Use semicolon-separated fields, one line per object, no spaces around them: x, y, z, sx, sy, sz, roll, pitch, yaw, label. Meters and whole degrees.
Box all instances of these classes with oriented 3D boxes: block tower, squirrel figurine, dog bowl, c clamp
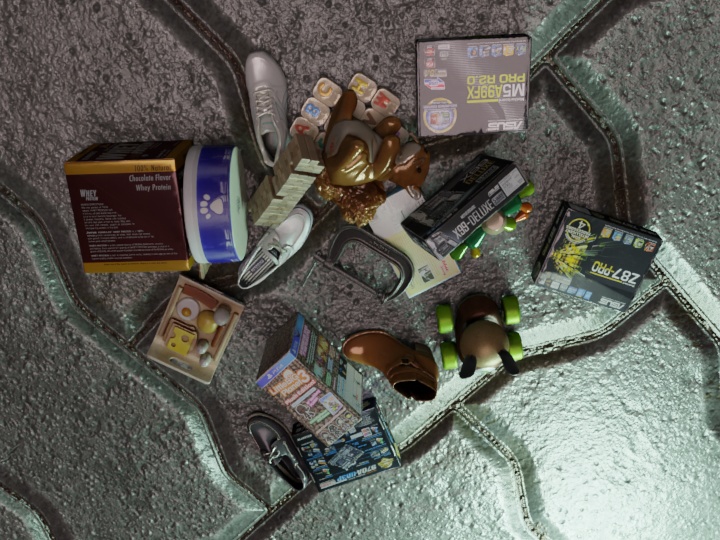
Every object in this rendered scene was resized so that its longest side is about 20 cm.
-0.133;-0.151;1.244;0.053;0.059;0.200;3;148;-35;block tower
0.021;-0.178;1.239;0.184;0.143;0.201;15;130;-29;squirrel figurine
-0.249;-0.115;1.233;0.077;0.201;0.204;-1;113;-1;dog bowl
0.000;0.000;1.356;0.197;0.027;0.173;26;118;4;c clamp

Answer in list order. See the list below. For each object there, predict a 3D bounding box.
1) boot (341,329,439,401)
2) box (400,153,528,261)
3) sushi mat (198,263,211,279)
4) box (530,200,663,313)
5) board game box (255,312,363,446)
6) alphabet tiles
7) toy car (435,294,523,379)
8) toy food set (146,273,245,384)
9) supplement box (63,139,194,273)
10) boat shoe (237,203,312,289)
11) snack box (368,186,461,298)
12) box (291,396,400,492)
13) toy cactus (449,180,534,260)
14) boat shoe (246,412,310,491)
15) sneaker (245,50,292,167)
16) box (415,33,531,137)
0.058;0.193;1.379;0.196;0.156;0.078;15;113;-5;boot
0.175;-0.114;1.224;0.199;0.158;0.050;-41;109;0;box
-0.294;-0.094;1.299;0.012;0.096;0.204;-1;113;1;sushi mat
0.445;-0.024;1.341;0.196;0.049;0.164;18;115;-7;box
-0.094;0.212;1.388;0.097;0.160;0.200;-40;106;16;board game box
-0.019;-0.245;1.263;0.193;0.015;0.201;29;110;-18;alphabet tiles
0.234;0.152;1.335;0.160;0.201;0.161;-8;113;5;toy car
-0.329;0.118;1.407;0.141;0.061;0.202;25;110;-9;toy food set
-0.397;-0.117;1.271;0.192;0.133;0.204;-2;113;2;supplement box
-0.160;-0.037;1.336;0.073;0.067;0.201;36;109;-13;boat shoe
0.098;-0.059;1.338;0.114;0.037;0.202;-25;110;12;snack box
-0.030;0.375;1.515;0.196;0.046;0.161;-21;111;9;box
0.234;-0.097;1.261;0.198;0.165;0.103;-31;89;8;toy cactus
-0.175;0.391;1.515;0.072;0.063;0.201;-32;108;14;boat shoe
-0.158;-0.278;1.231;0.069;0.081;0.204;-9;111;7;sneaker
0.193;-0.320;1.225;0.195;0.044;0.164;-2;112;2;box
